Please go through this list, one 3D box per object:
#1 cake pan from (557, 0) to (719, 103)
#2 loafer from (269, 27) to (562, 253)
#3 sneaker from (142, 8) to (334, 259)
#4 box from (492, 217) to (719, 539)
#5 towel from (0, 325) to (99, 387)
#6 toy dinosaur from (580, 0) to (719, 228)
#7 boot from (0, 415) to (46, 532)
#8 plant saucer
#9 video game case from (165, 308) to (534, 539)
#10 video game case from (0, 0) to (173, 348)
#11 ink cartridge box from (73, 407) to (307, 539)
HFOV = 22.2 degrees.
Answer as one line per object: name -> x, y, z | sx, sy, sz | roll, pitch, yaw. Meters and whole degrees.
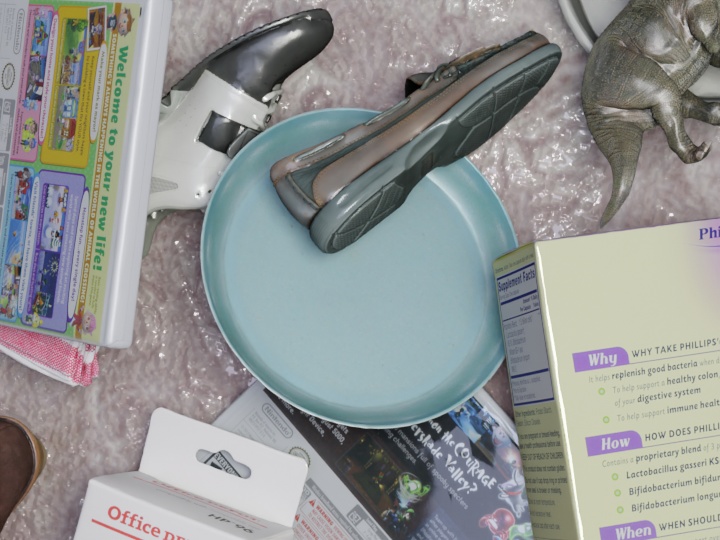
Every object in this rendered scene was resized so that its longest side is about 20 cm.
cake pan -> 0.214, -0.193, 1.110 | 0.198, 0.037, 0.203 | -1, 86, 8
loafer -> 0.034, -0.092, 1.088 | 0.200, 0.072, 0.063 | -38, 74, -22
sneaker -> -0.084, -0.080, 1.129 | 0.199, 0.074, 0.089 | -36, 84, 16
box -> 0.182, 0.076, 1.041 | 0.174, 0.097, 0.202 | -8, 86, -11
towel -> -0.192, -0.046, 1.118 | 0.146, 0.030, 0.202 | 23, 102, 36
toy dinosaur -> 0.174, -0.120, 1.065 | 0.102, 0.077, 0.201 | 27, 95, 21
boot -> -0.268, 0.171, 1.085 | 0.072, 0.166, 0.201 | 34, 91, 9
plant saucer -> 0.000, 0.000, 1.093 | 0.198, 0.027, 0.202 | 6, 67, -14
video game case -> 0.009, 0.133, 1.112 | 0.182, 0.023, 0.200 | -43, 74, 3
video game case -> -0.191, -0.066, 1.086 | 0.181, 0.022, 0.202 | 9, 92, 39
ink cartridge box -> -0.115, 0.194, 1.092 | 0.115, 0.068, 0.202 | 17, 95, 19
